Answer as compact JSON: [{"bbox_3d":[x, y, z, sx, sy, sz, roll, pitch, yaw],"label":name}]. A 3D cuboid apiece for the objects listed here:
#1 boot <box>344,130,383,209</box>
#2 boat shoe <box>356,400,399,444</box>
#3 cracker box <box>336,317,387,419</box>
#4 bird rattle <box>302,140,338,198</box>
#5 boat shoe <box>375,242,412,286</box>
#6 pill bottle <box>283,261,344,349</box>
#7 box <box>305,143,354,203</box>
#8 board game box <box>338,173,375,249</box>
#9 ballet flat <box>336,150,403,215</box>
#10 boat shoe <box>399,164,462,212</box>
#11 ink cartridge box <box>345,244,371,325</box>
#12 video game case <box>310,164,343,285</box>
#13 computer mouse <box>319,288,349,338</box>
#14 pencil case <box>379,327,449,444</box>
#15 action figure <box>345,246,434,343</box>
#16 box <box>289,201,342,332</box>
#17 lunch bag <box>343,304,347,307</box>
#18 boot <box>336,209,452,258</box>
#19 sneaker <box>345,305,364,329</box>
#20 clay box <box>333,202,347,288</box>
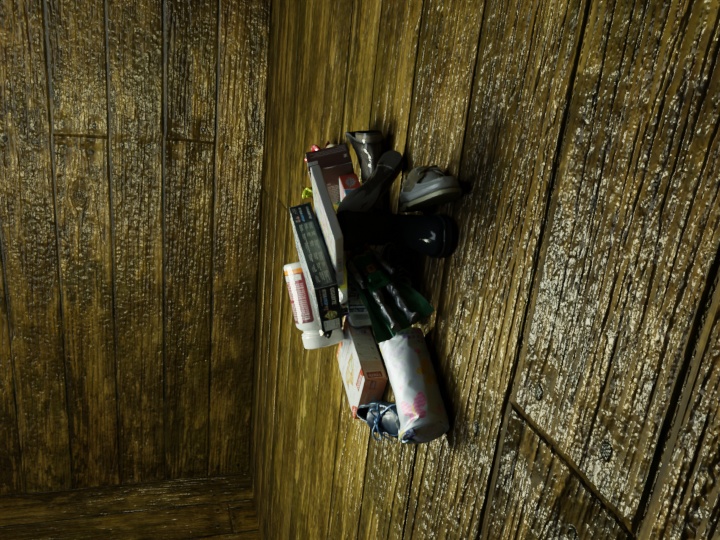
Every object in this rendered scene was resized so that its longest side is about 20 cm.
[{"bbox_3d":[0.011,-0.223,1.332,0.200,0.069,0.174,-124,29,-73],"label":"boot"},{"bbox_3d":[0.043,0.309,1.208,0.200,0.069,0.084,146,123,-69],"label":"boat shoe"},{"bbox_3d":[-0.001,0.222,1.373,0.200,0.058,0.134,-112,27,-49],"label":"cracker box"},{"bbox_3d":[-0.086,-0.281,1.651,0.163,0.113,0.200,-36,42,55],"label":"bird rattle"},{"bbox_3d":[0.068,0.022,1.147,0.068,0.072,0.200,-27,44,33],"label":"boat shoe"},{"bbox_3d":[-0.104,0.074,1.386,0.114,0.114,0.200,177,81,-73],"label":"pill bottle"},{"bbox_3d":[-0.058,-0.189,1.382,0.200,0.100,0.075,79,178,-53],"label":"box"},{"bbox_3d":[-0.006,-0.090,1.328,0.200,0.040,0.153,87,168,-47],"label":"board game box"},{"bbox_3d":[0.023,-0.154,1.165,0.200,0.067,0.046,-55,-26,-22],"label":"ballet flat"},{"bbox_3d":[0.108,-0.141,0.997,0.200,0.075,0.069,176,89,-74],"label":"boat shoe"},{"bbox_3d":[0.000,0.000,1.174,0.109,0.050,0.200,78,-171,-71],"label":"ink cartridge box"},{"bbox_3d":[-0.057,-0.073,1.049,0.200,0.018,0.143,93,160,-67],"label":"video game case"},{"bbox_3d":[-0.037,0.056,1.297,0.200,0.044,0.110,-74,11,-47],"label":"computer mouse"},{"bbox_3d":[0.090,0.198,1.033,0.091,0.083,0.200,-43,44,37],"label":"pencil case"},{"bbox_3d":[0.031,0.021,1.074,0.200,0.118,0.055,56,165,29],"label":"action figure"},{"bbox_3d":[-0.085,-0.005,1.143,0.159,0.046,0.200,87,166,-55],"label":"box"},{"bbox_3d":[-0.052,0.005,1.495,0.160,0.077,0.200,115,146,-54],"label":"lunch bag"},{"bbox_3d":[0.048,-0.064,1.031,0.200,0.168,0.077,-148,57,-70],"label":"boot"},{"bbox_3d":[0.021,0.096,1.285,0.200,0.074,0.088,117,144,-54],"label":"sneaker"},{"bbox_3d":[-0.050,-0.048,1.273,0.200,0.048,0.115,-97,0,-55],"label":"clay box"}]
